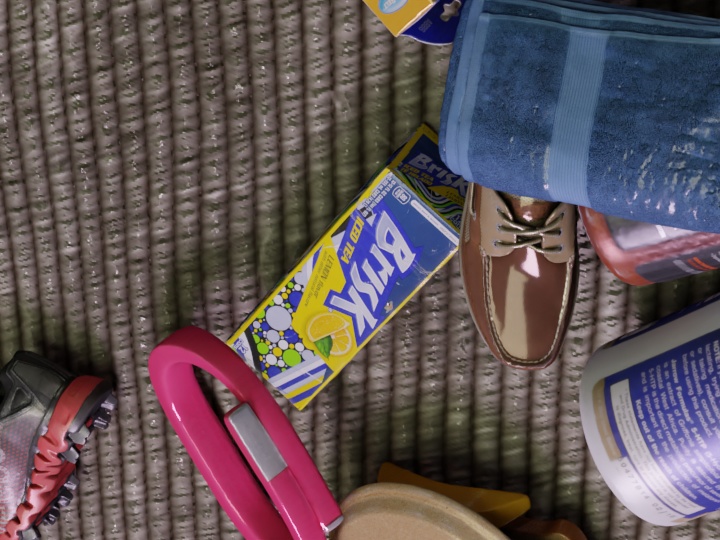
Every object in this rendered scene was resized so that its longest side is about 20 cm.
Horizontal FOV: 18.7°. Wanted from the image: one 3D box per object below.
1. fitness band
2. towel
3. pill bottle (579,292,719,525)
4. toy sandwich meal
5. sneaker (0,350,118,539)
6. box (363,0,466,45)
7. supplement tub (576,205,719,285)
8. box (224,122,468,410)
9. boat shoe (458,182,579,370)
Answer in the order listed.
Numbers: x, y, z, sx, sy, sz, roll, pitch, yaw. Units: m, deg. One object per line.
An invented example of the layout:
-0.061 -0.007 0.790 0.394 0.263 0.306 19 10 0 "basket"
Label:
-0.077 0.128 1.500 0.201 0.037 0.143 61 159 -14 "fitness band"
0.136 -0.087 1.178 0.199 0.048 0.113 14 94 31 "towel"
0.239 0.065 1.278 0.199 0.120 0.120 -27 105 37 "pill bottle"
0.072 0.208 1.495 0.204 0.070 0.206 22 136 23 "toy sandwich meal"
-0.254 0.136 1.614 0.098 0.071 0.201 33 127 5 "sneaker"
0.003 -0.220 1.224 0.200 0.119 0.041 46 128 -6 "box"
0.225 -0.061 1.215 0.199 0.107 0.107 -14 112 33 "supplement tub"
0.000 0.000 1.399 0.070 0.064 0.200 41 130 -2 "box"
0.093 -0.039 1.274 0.075 0.072 0.202 -2 97 2 "boat shoe"
